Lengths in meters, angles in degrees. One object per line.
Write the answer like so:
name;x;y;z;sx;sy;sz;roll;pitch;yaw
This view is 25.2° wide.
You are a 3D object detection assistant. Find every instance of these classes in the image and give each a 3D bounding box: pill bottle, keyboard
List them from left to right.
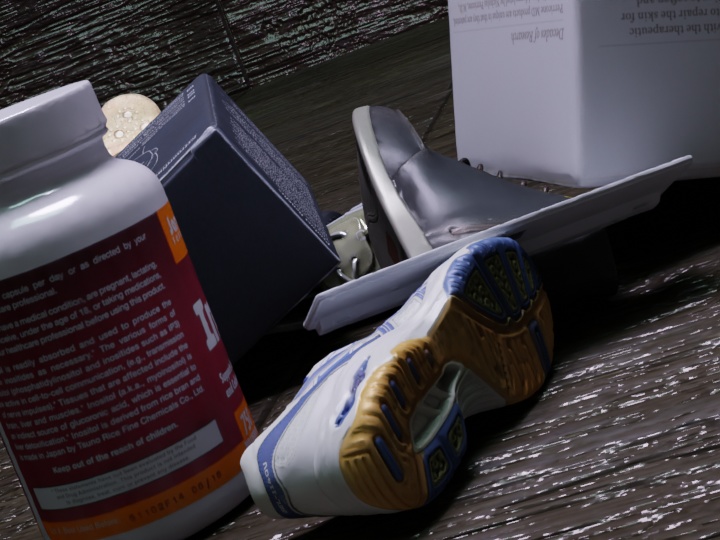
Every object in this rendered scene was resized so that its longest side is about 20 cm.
pill bottle;-0.126;0.022;0.742;0.112;0.202;0.113;-19;12;4
keyboard;0.066;-0.013;0.775;0.198;0.011;0.056;-21;-18;-14

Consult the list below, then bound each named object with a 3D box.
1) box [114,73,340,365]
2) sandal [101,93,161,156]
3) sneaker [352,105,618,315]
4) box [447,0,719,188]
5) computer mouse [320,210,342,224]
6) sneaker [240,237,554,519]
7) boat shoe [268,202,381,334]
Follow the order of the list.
box;-0.107;-0.017;0.965;0.148;0.107;0.200;-43;16;6
sandal;-0.145;-0.065;1.170;0.077;0.070;0.213;-22;56;-14
sneaker;0.062;-0.030;0.883;0.105;0.075;0.201;-15;42;-8
box;0.172;-0.144;0.932;0.196;0.174;0.200;-6;7;-16
computer mouse;-0.054;-0.004;1.148;0.058;0.034;0.200;-15;14;21
sneaker;0.018;0.044;0.713;0.087;0.076;0.200;-18;9;34
boat shoe;0.000;0.000;0.990;0.199;0.072;0.062;-21;26;42
